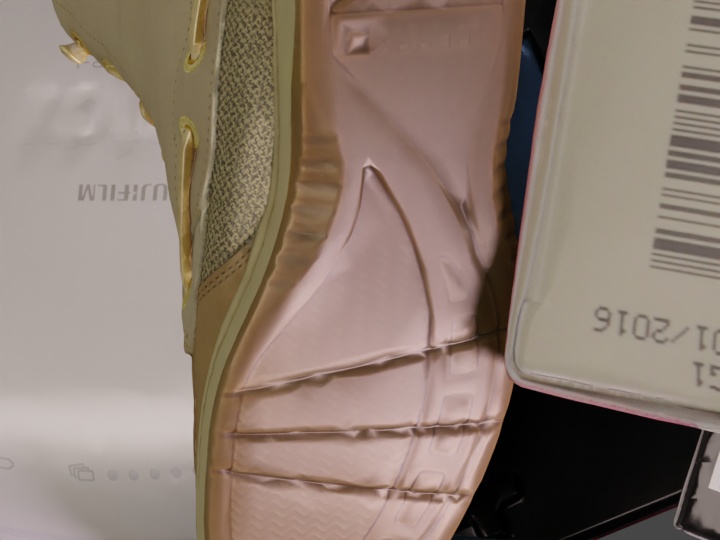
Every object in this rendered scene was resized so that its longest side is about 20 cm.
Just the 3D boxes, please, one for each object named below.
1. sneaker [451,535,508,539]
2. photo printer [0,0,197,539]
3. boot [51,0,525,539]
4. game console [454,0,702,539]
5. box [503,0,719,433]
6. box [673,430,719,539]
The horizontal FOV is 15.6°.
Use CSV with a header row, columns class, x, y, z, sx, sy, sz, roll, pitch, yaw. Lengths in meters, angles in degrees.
class,x,y,z,sx,sy,sz,roll,pitch,yaw
sneaker,0.049,0.110,0.672,0.200,0.077,0.081,8,86,-2
photo printer,-0.055,-0.021,0.732,0.166,0.069,0.200,0,75,12
boot,-0.027,-0.026,0.633,0.155,0.073,0.200,-147,58,-60
game console,0.000,0.000,0.762,0.177,0.031,0.200,-24,72,10
box,0.128,-0.026,0.639,0.109,0.200,0.128,10,93,25
box,0.189,0.080,0.658,0.200,0.110,0.035,20,97,25
